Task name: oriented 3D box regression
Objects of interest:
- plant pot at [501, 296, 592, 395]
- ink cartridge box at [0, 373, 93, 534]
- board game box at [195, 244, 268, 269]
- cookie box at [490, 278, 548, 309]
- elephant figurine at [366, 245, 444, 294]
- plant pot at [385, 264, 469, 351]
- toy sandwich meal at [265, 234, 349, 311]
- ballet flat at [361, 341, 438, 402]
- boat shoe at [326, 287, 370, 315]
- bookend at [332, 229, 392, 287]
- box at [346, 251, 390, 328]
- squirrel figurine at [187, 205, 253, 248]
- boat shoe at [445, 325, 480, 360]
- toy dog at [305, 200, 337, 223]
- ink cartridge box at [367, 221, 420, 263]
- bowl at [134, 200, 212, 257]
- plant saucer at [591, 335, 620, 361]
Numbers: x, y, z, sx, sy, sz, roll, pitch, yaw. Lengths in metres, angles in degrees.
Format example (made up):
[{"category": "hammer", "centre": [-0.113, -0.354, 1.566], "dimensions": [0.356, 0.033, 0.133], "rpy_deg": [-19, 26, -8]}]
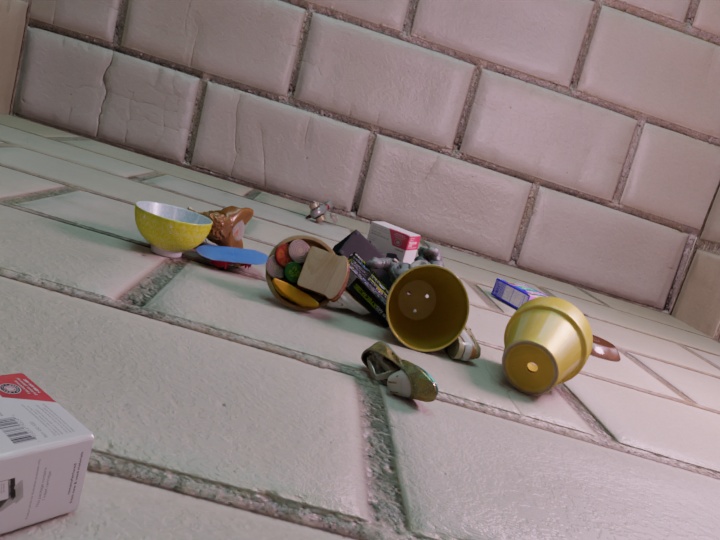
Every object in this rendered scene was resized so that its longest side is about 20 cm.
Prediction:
[{"category": "plant pot", "centre": [0.412, 0.185, 1.455], "dimensions": [0.198, 0.204, 0.188], "rpy_deg": [21, 28, 23]}, {"category": "ink cartridge box", "centre": [-0.366, 0.166, 0.556], "dimensions": [0.145, 0.084, 0.199], "rpy_deg": [23, 12, 32]}, {"category": "board game box", "centre": [-0.339, -0.025, 1.695], "dimensions": [0.196, 0.040, 0.158], "rpy_deg": [6, 15, -17]}, {"category": "cookie box", "centre": [0.637, 0.106, 2.468], "dimensions": [0.169, 0.076, 0.200], "rpy_deg": [11, 13, -32]}, {"category": "elephant figurine", "centre": [0.138, 0.019, 1.749], "dimensions": [0.198, 0.144, 0.154], "rpy_deg": [-21, 21, -40]}, {"category": "plant pot", "centre": [0.148, 0.079, 1.533], "dimensions": [0.196, 0.204, 0.142], "rpy_deg": [15, 4, -8]}, {"category": "toy sandwich meal", "centre": [-0.125, 0.003, 1.504], "dimensions": [0.201, 0.209, 0.070], "rpy_deg": [15, -18, -9]}, {"category": "ballet flat", "centre": [0.064, 0.194, 1.181], "dimensions": [0.070, 0.072, 0.199], "rpy_deg": [9, 14, -34]}, {"category": "boat shoe", "centre": [-0.062, 0.062, 1.610], "dimensions": [0.199, 0.070, 0.071], "rpy_deg": [36, 14, -19]}, {"category": "bookend", "centre": [0.000, 0.000, 1.882], "dimensions": [0.198, 0.092, 0.200], "rpy_deg": [43, -22, -9]}, {"category": "box", "centre": [0.024, 0.046, 1.668], "dimensions": [0.200, 0.048, 0.193], "rpy_deg": [46, 10, -1]}, {"category": "squirrel figurine", "centre": [-0.435, -0.129, 1.811], "dimensions": [0.184, 0.144, 0.199], "rpy_deg": [13, 5, 21]}, {"category": "boat shoe", "centre": [0.236, 0.164, 1.572], "dimensions": [0.067, 0.076, 0.201], "rpy_deg": [15, 22, -16]}, {"category": "toy dog", "centre": [-0.201, -0.282, 3.071], "dimensions": [0.095, 0.134, 0.199], "rpy_deg": [-20, -11, 23]}, {"category": "ink cartridge box", "centre": [0.084, -0.034, 1.966], "dimensions": [0.143, 0.204, 0.084], "rpy_deg": [22, 15, 28]}, {"category": "bowl", "centre": [-0.486, -0.097, 1.628], "dimensions": [0.197, 0.110, 0.200], "rpy_deg": [16, 11, -3]}, {"category": "plant saucer", "centre": [0.764, 0.241, 2.101], "dimensions": [0.197, 0.037, 0.201], "rpy_deg": [17, 10, -3]}]
